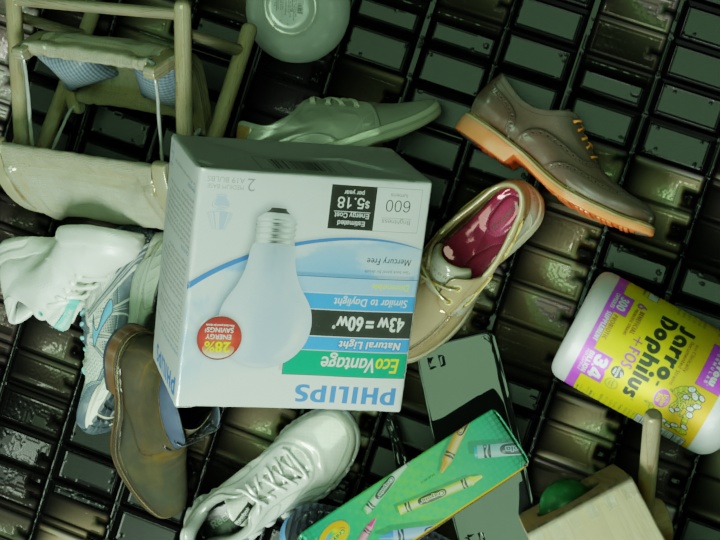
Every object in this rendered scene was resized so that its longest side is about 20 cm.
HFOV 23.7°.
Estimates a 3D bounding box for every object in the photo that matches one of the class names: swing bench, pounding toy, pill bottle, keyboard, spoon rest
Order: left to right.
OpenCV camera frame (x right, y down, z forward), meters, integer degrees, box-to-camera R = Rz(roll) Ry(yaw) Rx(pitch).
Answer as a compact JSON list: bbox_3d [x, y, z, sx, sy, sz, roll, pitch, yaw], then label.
[{"bbox_3d":[-0.215,-0.136,1.516,0.198,0.130,0.202,9,91,28],"label":"swing bench"},{"bbox_3d":[-0.052,-0.289,1.557,0.099,0.061,0.201,10,107,11],"label":"spoon rest"},{"bbox_3d":[0.083,0.164,1.560,0.126,0.021,0.202,-12,89,5],"label":"keyboard"},{"bbox_3d":[0.224,0.233,1.450,0.142,0.184,0.201,-28,87,1],"label":"pounding toy"},{"bbox_3d":[0.273,0.090,1.480,0.199,0.104,0.105,28,97,8],"label":"pill bottle"}]

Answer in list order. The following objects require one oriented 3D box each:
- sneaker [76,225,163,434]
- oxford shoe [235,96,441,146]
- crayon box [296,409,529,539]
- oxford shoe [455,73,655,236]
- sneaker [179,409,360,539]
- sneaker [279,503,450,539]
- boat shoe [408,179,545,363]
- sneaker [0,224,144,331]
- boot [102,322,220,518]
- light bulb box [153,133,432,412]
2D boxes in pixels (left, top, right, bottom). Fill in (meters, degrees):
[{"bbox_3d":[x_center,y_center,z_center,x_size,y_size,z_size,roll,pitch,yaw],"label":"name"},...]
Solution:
[{"bbox_3d":[-0.225,0.053,1.594,0.086,0.078,0.201,22,90,22],"label":"sneaker"},{"bbox_3d":[-0.021,-0.129,1.512,0.199,0.075,0.058,-16,92,-16],"label":"oxford shoe"},{"bbox_3d":[0.041,0.201,1.471,0.199,0.119,0.058,-32,81,-10],"label":"crayon box"},{"bbox_3d":[0.183,-0.100,1.508,0.199,0.071,0.073,34,92,8],"label":"oxford shoe"},{"bbox_3d":[-0.083,0.198,1.561,0.200,0.081,0.075,-40,83,8],"label":"sneaker"},{"bbox_3d":[0.022,0.264,1.556,0.199,0.079,0.066,18,71,3],"label":"sneaker"},{"bbox_3d":[0.081,-0.004,1.523,0.074,0.069,0.200,40,95,18],"label":"boat shoe"},{"bbox_3d":[-0.261,0.009,1.550,0.199,0.075,0.089,-11,73,49],"label":"sneaker"},{"bbox_3d":[-0.172,0.151,1.537,0.097,0.074,0.201,21,131,45],"label":"boot"},{"bbox_3d":[-0.061,0.003,1.415,0.197,0.125,0.202,2,106,-16],"label":"light bulb box"}]
